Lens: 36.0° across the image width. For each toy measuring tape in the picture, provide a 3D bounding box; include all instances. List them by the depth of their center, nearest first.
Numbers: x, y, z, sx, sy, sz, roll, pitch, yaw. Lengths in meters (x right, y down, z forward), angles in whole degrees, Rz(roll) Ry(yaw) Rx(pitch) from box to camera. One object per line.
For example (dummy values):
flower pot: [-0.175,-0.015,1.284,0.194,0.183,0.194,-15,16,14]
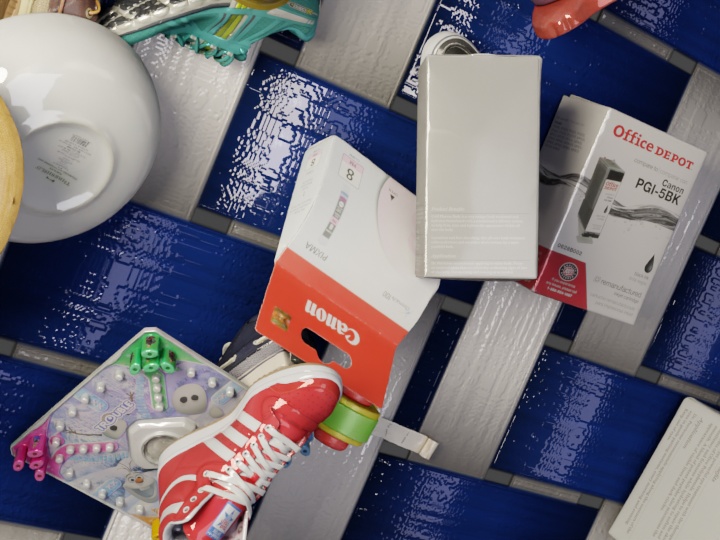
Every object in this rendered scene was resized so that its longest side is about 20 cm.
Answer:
toy measuring tape: [0.012,0.159,1.118,0.200,0.074,0.074,29,92,-30]

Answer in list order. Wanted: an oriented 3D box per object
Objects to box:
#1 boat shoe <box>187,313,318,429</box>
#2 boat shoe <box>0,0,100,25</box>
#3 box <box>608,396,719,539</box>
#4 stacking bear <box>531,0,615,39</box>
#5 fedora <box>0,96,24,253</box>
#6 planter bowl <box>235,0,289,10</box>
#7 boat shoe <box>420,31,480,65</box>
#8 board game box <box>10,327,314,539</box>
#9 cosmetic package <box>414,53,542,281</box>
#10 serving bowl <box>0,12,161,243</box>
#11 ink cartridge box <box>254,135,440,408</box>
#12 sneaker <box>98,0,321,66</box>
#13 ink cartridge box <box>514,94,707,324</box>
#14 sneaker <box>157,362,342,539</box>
boat shoe: [-0.119,0.113,1.047,0.200,0.093,0.075,-32,126,19]
boat shoe: [-0.242,-0.212,0.879,0.072,0.072,0.200,18,102,-32]
box: [0.451,0.295,1.314,0.200,0.171,0.199,27,93,-30]
stacking bear: [0.166,-0.331,1.014,0.121,0.114,0.200,-31,107,1]
fedora: [-0.327,-0.066,0.781,0.200,0.082,0.201,0,99,-3]
planter bowl: [-0.056,-0.305,0.841,0.200,0.083,0.201,4,85,-58]
boat shoe: [0.120,-0.137,1.077,0.070,0.066,0.200,-28,116,-15]
board game box: [-0.178,0.162,1.001,0.200,0.026,0.200,-39,123,22]
cosmetic package: [0.104,-0.091,0.999,0.107,0.090,0.200,2,89,-3]
serving bowl: [-0.246,-0.098,0.875,0.200,0.066,0.200,-20,135,-21]
ink cartridge box: [0.000,0.000,1.015,0.162,0.057,0.200,35,49,-30]
sneaker: [-0.122,-0.209,0.936,0.200,0.078,0.080,-16,121,-21]
ink cartridge box: [0.249,-0.062,1.153,0.147,0.083,0.200,17,99,-28]
sneaker: [-0.093,0.164,0.923,0.200,0.113,0.071,-36,123,21]
